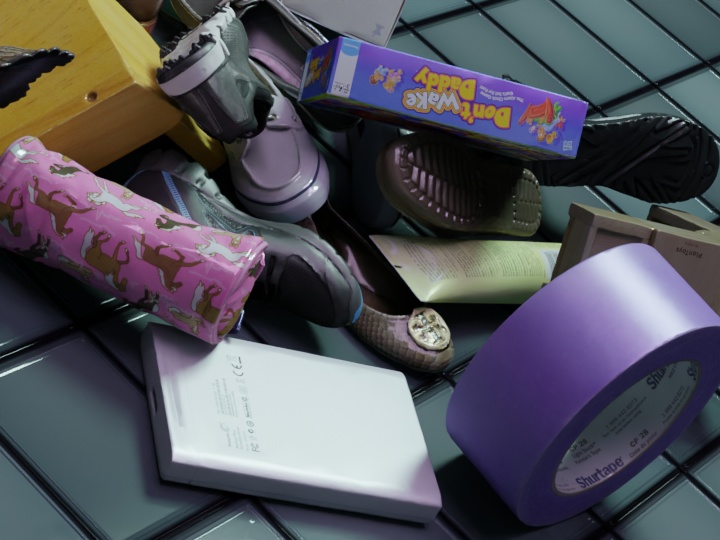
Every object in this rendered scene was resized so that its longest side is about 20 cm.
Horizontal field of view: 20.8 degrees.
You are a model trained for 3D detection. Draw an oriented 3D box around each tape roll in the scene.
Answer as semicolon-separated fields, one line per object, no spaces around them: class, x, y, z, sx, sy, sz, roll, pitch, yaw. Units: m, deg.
tape roll;0.162;0.082;1.380;0.199;0.201;0.085;-10;50;-45

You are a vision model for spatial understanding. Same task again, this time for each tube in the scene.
tube;0.096;0.000;1.553;0.199;0.052;0.058;2;-2;-45

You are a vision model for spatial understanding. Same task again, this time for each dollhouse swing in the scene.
dollhouse swing;-0.228;-0.135;1.509;0.181;0.176;0.200;-30;57;-6

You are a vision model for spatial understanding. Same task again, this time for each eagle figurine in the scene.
eagle figurine;-0.289;-0.121;1.292;0.151;0.201;0.151;-10;52;-42

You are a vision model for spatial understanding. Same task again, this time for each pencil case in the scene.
pencil case;-0.166;-0.022;1.347;0.199;0.087;0.083;23;77;5

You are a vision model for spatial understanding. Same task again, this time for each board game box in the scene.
board game box;0.060;-0.131;1.521;0.199;0.045;0.134;14;0;-11

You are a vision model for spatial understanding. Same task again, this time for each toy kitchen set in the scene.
toy kitchen set;0.209;0.031;1.588;0.199;0.164;0.180;12;10;-26

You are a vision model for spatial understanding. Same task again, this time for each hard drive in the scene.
hard drive;-0.049;0.105;1.344;0.199;0.027;0.132;12;37;-24

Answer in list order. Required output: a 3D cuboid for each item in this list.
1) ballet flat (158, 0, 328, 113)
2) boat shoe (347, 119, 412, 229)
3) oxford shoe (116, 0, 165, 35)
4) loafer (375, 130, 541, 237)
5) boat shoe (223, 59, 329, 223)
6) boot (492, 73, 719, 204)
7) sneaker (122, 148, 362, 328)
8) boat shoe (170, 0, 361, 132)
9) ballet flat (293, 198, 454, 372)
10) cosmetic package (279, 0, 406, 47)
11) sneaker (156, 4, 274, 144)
ballet flat;-0.087;-0.204;1.683;0.200;0.074;0.074;36;34;2
boat shoe;0.031;-0.101;1.630;0.065;0.074;0.201;15;38;-15
oxford shoe;-0.253;-0.258;1.612;0.199;0.073;0.072;16;36;-20
loafer;0.070;-0.059;1.555;0.199;0.067;0.077;18;68;-51
boat shoe;-0.082;-0.105;1.523;0.067;0.073;0.200;61;-3;-33
boot;0.193;-0.119;1.715;0.199;0.077;0.168;1;18;-19
sneaker;-0.094;-0.005;1.428;0.199;0.073;0.082;29;50;8
boat shoe;-0.074;-0.191;1.614;0.200;0.057;0.067;38;78;4
ballet flat;0.000;0.000;1.498;0.200;0.046;0.067;46;36;21
cosmetic package;-0.022;-0.265;1.742;0.103;0.073;0.200;22;13;-14
sneaker;-0.106;-0.141;1.473;0.091;0.066;0.200;54;9;-15
